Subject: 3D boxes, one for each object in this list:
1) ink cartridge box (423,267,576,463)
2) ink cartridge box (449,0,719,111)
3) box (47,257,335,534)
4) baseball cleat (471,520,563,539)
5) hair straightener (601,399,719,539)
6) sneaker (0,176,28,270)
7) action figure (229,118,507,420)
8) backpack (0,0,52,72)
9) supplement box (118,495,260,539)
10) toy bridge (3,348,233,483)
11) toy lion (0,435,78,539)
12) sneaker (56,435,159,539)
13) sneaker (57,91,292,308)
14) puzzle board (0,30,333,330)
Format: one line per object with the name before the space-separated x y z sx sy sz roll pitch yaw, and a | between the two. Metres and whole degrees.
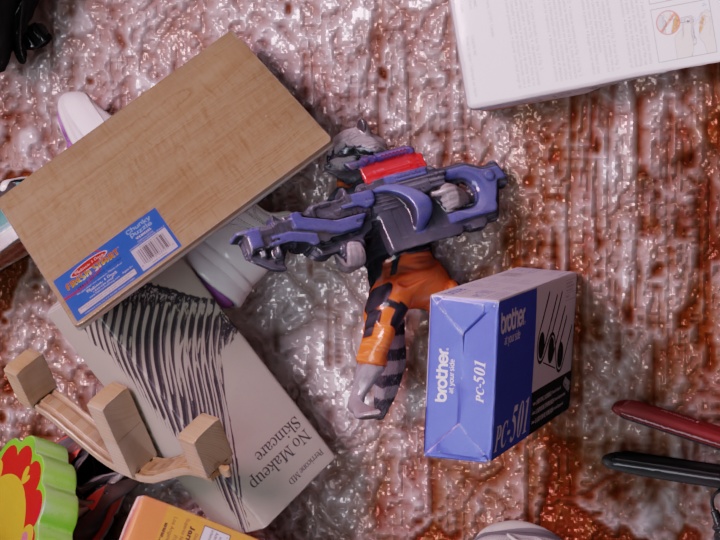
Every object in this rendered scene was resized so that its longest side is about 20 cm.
ink cartridge box | 0.089 0.053 1.128 0.044 0.200 0.095 5 96 19
ink cartridge box | 0.153 -0.199 1.173 0.199 0.050 0.163 -9 91 12
box | -0.113 0.077 1.231 0.200 0.082 0.068 51 148 -8
baseball cleat | 0.158 0.215 1.166 0.199 0.106 0.070 14 94 17
hair straightener | 0.249 0.144 1.168 0.199 0.041 0.077 15 99 14
sneaker | -0.284 -0.035 1.323 0.199 0.071 0.080 -29 86 25
action figure | 0.000 0.000 1.198 0.105 0.199 0.195 -23 75 64
backpack | -0.275 -0.252 1.265 0.126 0.167 0.201 24 96 22
supplement box | -0.071 0.221 1.230 0.199 0.067 0.069 20 65 -4
toy bridge | -0.155 0.106 1.211 0.199 0.027 0.068 16 136 40
toy lion | -0.262 0.200 1.283 0.200 0.068 0.193 32 99 59
sneaker | -0.199 0.146 1.304 0.200 0.082 0.077 -44 80 18
sneaker | -0.127 -0.065 1.279 0.200 0.075 0.100 43 83 15
puzzle board | -0.130 -0.060 1.199 0.200 0.017 0.151 -37 46 -4
